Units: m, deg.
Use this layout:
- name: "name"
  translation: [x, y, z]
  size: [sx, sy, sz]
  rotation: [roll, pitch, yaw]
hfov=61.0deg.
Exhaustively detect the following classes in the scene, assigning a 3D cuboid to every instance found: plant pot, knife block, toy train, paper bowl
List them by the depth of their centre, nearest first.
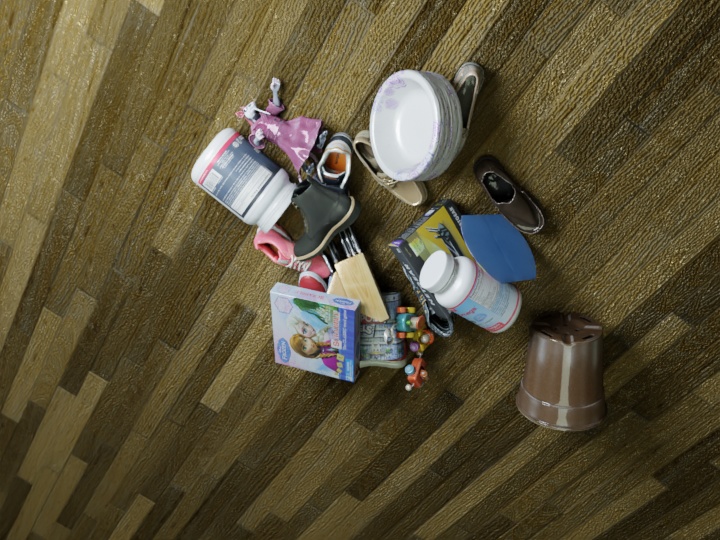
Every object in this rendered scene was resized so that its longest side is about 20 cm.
- name: "paper bowl"
  translation: [0.114, -0.272, 1.160]
  size: [0.200, 0.104, 0.203]
  rotation: [17, 111, 51]
- name: "knife block"
  translation: [0.000, 0.000, 1.344]
  size: [0.198, 0.064, 0.177]
  rotation: [22, 89, 9]
- name: "plant pot"
  translation: [0.449, 0.211, 1.348]
  size: [0.198, 0.200, 0.201]
  rotation: [2, 111, 11]
- name: "toy train"
  translation: [0.126, 0.174, 1.396]
  size: [0.055, 0.151, 0.201]
  rotation: [0, 137, 32]

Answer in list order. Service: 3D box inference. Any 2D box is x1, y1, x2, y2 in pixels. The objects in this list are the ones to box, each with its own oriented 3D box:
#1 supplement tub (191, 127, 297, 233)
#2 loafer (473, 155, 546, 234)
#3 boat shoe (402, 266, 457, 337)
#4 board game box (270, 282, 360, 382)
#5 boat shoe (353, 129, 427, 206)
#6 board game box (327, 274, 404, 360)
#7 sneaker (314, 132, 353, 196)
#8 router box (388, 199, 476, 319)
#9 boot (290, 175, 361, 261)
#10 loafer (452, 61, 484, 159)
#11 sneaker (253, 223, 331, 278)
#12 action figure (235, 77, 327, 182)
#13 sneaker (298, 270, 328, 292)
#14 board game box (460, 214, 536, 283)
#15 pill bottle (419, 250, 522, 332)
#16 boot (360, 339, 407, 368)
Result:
- name: "supplement tub"
  translation: [-0.241, -0.188, 1.293]
  size: [0.199, 0.141, 0.140]
  rotation: [38, 119, -10]
- name: "loafer"
  translation: [0.301, -0.141, 1.244]
  size: [0.200, 0.071, 0.073]
  rotation: [41, 119, -12]
- name: "boat shoe"
  translation: [0.157, 0.052, 1.369]
  size: [0.070, 0.091, 0.201]
  rotation: [-29, 109, 24]
- name: "board game box"
  translation: [-0.098, 0.138, 1.350]
  size: [0.197, 0.041, 0.202]
  rotation: [11, 123, 16]
- name: "boat shoe"
  translation: [0.058, -0.201, 1.266]
  size: [0.200, 0.065, 0.071]
  rotation: [42, 119, -12]
- name: "board game box"
  translation: [-0.006, 0.106, 1.410]
  size: [0.198, 0.062, 0.202]
  rotation: [-3, 97, 17]
- name: "sneaker"
  translation: [-0.060, -0.185, 1.294]
  size: [0.077, 0.080, 0.202]
  rotation: [10, 121, 4]
- name: "router box"
  translation: [0.177, -0.025, 1.297]
  size: [0.157, 0.052, 0.201]
  rotation: [-41, 108, -13]
- name: "boot"
  translation: [-0.113, -0.112, 1.283]
  size: [0.138, 0.078, 0.200]
  rotation: [27, 125, -33]
- name: "loafer"
  translation: [0.185, -0.299, 1.186]
  size: [0.071, 0.063, 0.202]
  rotation: [17, 120, 2]
- name: "sneaker"
  translation: [-0.159, -0.028, 1.395]
  size: [0.199, 0.087, 0.074]
  rotation: [30, 121, -6]
- name: "action figure"
  translation: [-0.164, -0.291, 1.266]
  size: [0.199, 0.135, 0.149]
  rotation: [28, 164, 10]
- name: "sneaker"
  translation: [-0.119, 0.103, 1.416]
  size: [0.070, 0.113, 0.201]
  rotation: [8, 136, 13]
- name: "board game box"
  translation: [0.270, -0.037, 1.238]
  size: [0.039, 0.199, 0.159]
  rotation: [-44, 62, 42]
- name: "pill bottle"
  translation: [0.221, 0.040, 1.234]
  size: [0.199, 0.109, 0.109]
  rotation: [27, 122, -23]
- name: "boot"
  translation: [0.014, 0.160, 1.475]
  size: [0.197, 0.073, 0.146]
  rotation: [-1, 117, 4]
